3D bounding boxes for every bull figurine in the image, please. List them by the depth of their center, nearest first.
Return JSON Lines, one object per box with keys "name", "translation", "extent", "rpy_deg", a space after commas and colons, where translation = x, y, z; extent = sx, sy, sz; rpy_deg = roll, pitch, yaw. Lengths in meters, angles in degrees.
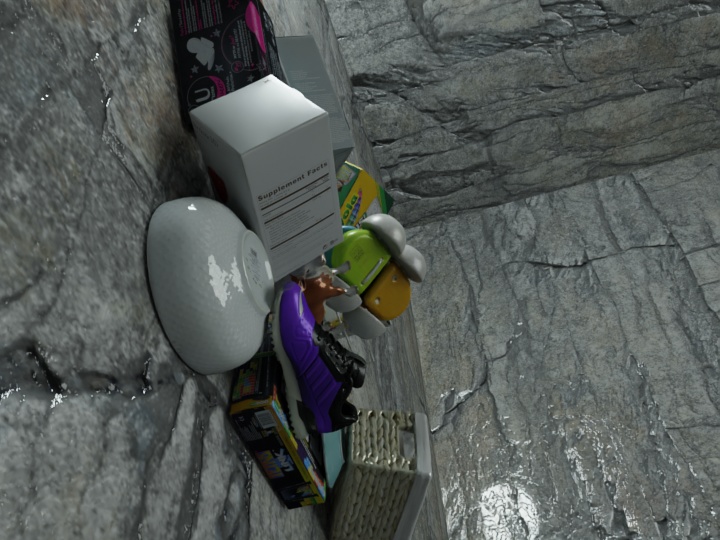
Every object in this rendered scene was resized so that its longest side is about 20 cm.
{"name": "bull figurine", "translation": [-0.069, 0.043, 0.923], "extent": [0.065, 0.121, 0.200], "rpy_deg": [54, -45, 38]}

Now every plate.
{"name": "plate", "translation": [-0.039, 0.207, 0.927], "extent": [0.200, 0.025, 0.201], "rpy_deg": [-5, 90, -89]}

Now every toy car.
{"name": "toy car", "translation": [0.000, 0.000, 1.086], "extent": [0.150, 0.175, 0.200], "rpy_deg": [28, -16, 44]}

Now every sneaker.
{"name": "sneaker", "translation": [-0.044, 0.103, 0.764], "extent": [0.070, 0.099, 0.201], "rpy_deg": [-78, 160, -68]}

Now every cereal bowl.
{"name": "cereal bowl", "translation": [-0.150, 0.011, 0.715], "extent": [0.200, 0.083, 0.201], "rpy_deg": [-13, 90, -81]}

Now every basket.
{"name": "basket", "translation": [0.026, 0.327, 0.999], "extent": [0.136, 0.123, 0.201], "rpy_deg": [-88, -171, -60]}

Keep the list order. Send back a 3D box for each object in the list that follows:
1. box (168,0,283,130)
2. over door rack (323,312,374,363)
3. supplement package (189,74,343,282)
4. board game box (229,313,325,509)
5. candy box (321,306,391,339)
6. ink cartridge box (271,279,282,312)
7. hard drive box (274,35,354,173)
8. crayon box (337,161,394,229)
{"name": "box", "translation": [-0.177, -0.276, 0.890], "extent": [0.132, 0.114, 0.201], "rpy_deg": [49, 30, -74]}
{"name": "over door rack", "translation": [-0.062, 0.093, 1.139], "extent": [0.200, 0.067, 0.148], "rpy_deg": [57, 5, 10]}
{"name": "supplement package", "translation": [-0.109, -0.111, 0.794], "extent": [0.121, 0.120, 0.200], "rpy_deg": [41, -29, 36]}
{"name": "board game box", "translation": [-0.101, 0.183, 0.847], "extent": [0.166, 0.057, 0.200], "rpy_deg": [-95, 168, -54]}
{"name": "candy box", "translation": [-0.019, 0.032, 1.340], "extent": [0.061, 0.136, 0.201], "rpy_deg": [59, 18, -58]}
{"name": "ink cartridge box", "translation": [-0.120, -0.036, 1.025], "extent": [0.200, 0.066, 0.116], "rpy_deg": [-95, 167, -46]}
{"name": "hard drive box", "translation": [-0.099, -0.240, 1.023], "extent": [0.156, 0.077, 0.201], "rpy_deg": [-44, -118, 59]}
{"name": "crayon box", "translation": [-0.031, -0.080, 1.191], "extent": [0.200, 0.058, 0.172], "rpy_deg": [-61, 155, 0]}
